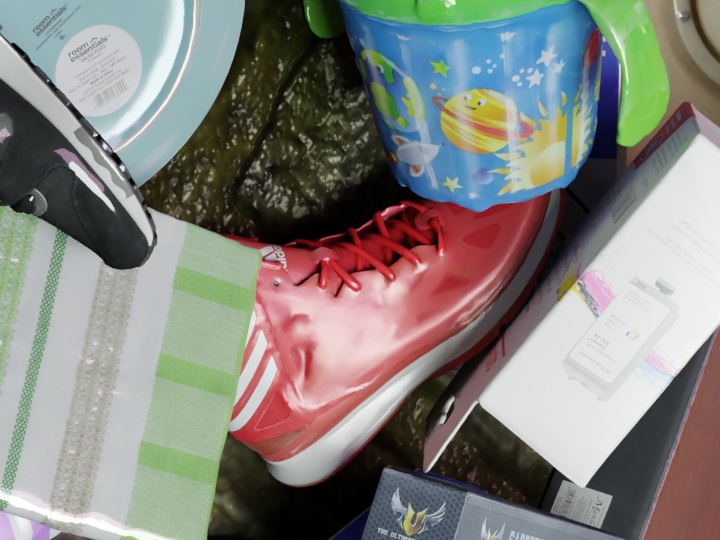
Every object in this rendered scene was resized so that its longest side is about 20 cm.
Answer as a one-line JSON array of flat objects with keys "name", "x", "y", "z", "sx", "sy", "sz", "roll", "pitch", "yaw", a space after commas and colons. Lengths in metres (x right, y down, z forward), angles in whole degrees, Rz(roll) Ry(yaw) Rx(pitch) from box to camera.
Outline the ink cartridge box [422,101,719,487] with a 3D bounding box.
[{"name": "ink cartridge box", "x": 0.114, "y": 0.024, "z": 1.393, "sx": 0.067, "sy": 0.116, "sz": 0.200, "roll": 39, "pitch": 101, "yaw": -5}]

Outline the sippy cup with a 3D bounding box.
[{"name": "sippy cup", "x": 0.054, "y": -0.104, "z": 1.363, "sx": 0.140, "sy": 0.178, "sz": 0.130, "roll": -12, "pitch": 123, "yaw": -5}]

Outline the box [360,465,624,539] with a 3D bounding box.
[{"name": "box", "x": 0.049, "y": 0.185, "z": 1.428, "sx": 0.200, "sy": 0.051, "sz": 0.158, "roll": 22, "pitch": 85, "yaw": -62}]

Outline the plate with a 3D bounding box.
[{"name": "plate", "x": -0.134, "y": -0.106, "z": 1.271, "sx": 0.200, "sy": 0.026, "sz": 0.200, "roll": -12, "pitch": 115, "yaw": -27}]

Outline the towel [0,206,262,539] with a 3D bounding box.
[{"name": "towel", "x": -0.143, "y": 0.029, "z": 1.248, "sx": 0.200, "sy": 0.031, "sz": 0.149, "roll": 21, "pitch": 69, "yaw": -24}]

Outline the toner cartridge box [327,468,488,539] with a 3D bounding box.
[{"name": "toner cartridge box", "x": -0.007, "y": 0.179, "z": 1.423, "sx": 0.200, "sy": 0.043, "sz": 0.095, "roll": -33, "pitch": 134, "yaw": -52}]

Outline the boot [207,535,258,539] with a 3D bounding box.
[{"name": "boot", "x": -0.114, "y": 0.177, "z": 1.349, "sx": 0.200, "sy": 0.075, "sz": 0.097, "roll": -2, "pitch": 97, "yaw": -44}]

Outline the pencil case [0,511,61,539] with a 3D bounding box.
[{"name": "pencil case", "x": -0.190, "y": 0.102, "z": 1.254, "sx": 0.200, "sy": 0.084, "sz": 0.086, "roll": -36, "pitch": 146, "yaw": -33}]

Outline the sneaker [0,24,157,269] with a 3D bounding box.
[{"name": "sneaker", "x": -0.170, "y": -0.061, "z": 1.209, "sx": 0.088, "sy": 0.076, "sz": 0.200, "roll": -44, "pitch": 109, "yaw": -4}]

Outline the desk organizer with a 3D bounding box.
[{"name": "desk organizer", "x": 0.161, "y": 0.096, "z": 1.589, "sx": 0.077, "sy": 0.072, "sz": 0.200, "roll": 29, "pitch": 79, "yaw": -45}]

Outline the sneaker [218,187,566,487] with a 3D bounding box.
[{"name": "sneaker", "x": 0.000, "y": 0.000, "z": 1.392, "sx": 0.200, "sy": 0.078, "sz": 0.116, "roll": -50, "pitch": 126, "yaw": -2}]

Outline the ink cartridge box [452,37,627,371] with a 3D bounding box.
[{"name": "ink cartridge box", "x": 0.082, "y": -0.049, "z": 1.467, "sx": 0.044, "sy": 0.094, "sz": 0.200, "roll": -43, "pitch": 135, "yaw": -75}]

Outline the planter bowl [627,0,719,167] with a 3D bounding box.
[{"name": "planter bowl", "x": 0.195, "y": -0.132, "z": 1.511, "sx": 0.135, "sy": 0.200, "sz": 0.200, "roll": -25, "pitch": 118, "yaw": -67}]
